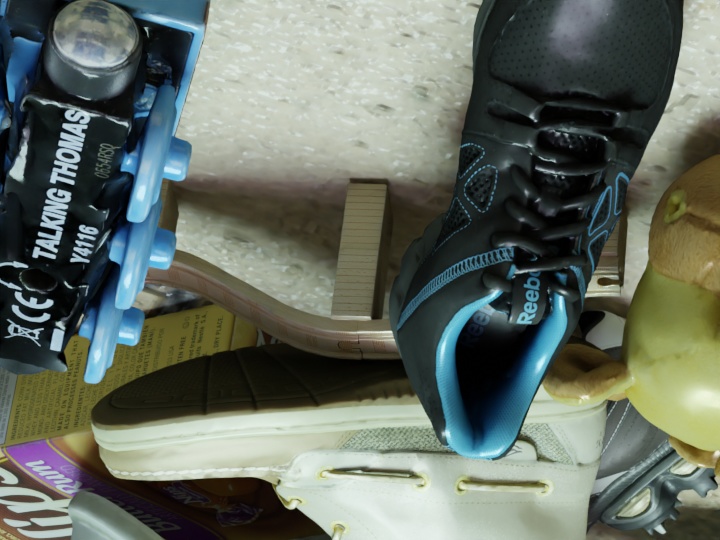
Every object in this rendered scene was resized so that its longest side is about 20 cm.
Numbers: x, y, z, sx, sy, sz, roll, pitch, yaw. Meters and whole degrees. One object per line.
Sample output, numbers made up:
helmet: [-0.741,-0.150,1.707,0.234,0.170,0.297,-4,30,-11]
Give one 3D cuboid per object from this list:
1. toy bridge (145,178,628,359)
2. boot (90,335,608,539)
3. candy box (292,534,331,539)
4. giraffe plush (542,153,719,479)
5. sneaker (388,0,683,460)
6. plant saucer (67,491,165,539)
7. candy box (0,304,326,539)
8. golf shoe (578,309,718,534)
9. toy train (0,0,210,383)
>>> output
toy bridge: [0.000,0.000,1.035,0.198,0.068,0.027,1,147,9]
boot: [-0.001,0.107,1.053,0.198,0.072,0.156,-4,109,-9]
candy box: [0.022,0.174,1.291,0.167,0.072,0.200,-23,136,37]
giraffe plush: [0.162,0.017,0.971,0.172,0.201,0.162,28,171,-35]
sneaker: [0.066,-0.026,0.929,0.073,0.082,0.201,9,123,-12]
plant saucer: [-0.057,0.174,1.130,0.200,0.050,0.200,40,167,11]
candy box: [-0.110,0.080,1.190,0.199,0.057,0.117,-12,144,29]
golf shoe: [0.060,0.094,1.130,0.094,0.078,0.200,42,103,-19]
toy train: [-0.099,-0.045,0.942,0.086,0.115,0.200,14,146,-5]
